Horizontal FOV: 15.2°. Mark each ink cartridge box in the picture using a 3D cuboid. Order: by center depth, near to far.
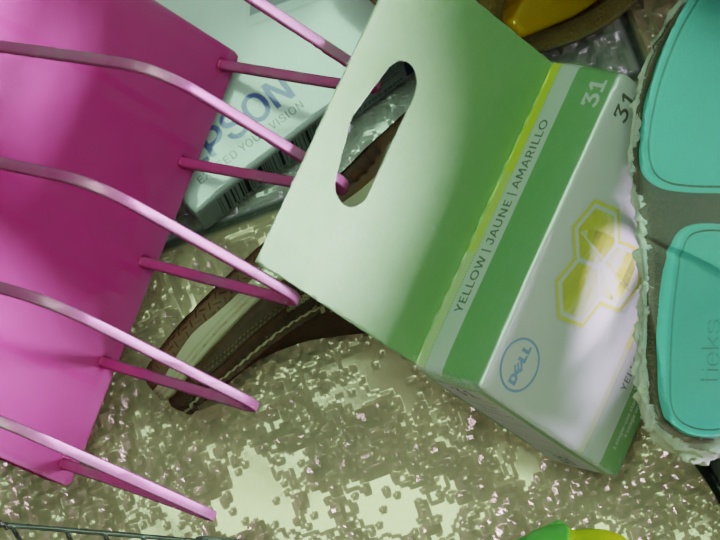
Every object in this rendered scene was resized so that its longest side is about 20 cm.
[{"bbox_3d":[0.063,-0.021,1.102,0.048,0.200,0.146,16,76,45],"label":"ink cartridge box"},{"bbox_3d":[-0.052,-0.155,1.214,0.199,0.041,0.200,-37,77,-4],"label":"ink cartridge box"}]

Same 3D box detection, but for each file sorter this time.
[{"bbox_3d":[-0.096,-0.017,1.074,0.125,0.139,0.201,13,78,44],"label":"file sorter"}]

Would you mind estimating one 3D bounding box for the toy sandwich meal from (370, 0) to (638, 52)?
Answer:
[{"bbox_3d":[0.073,-0.188,1.142,0.204,0.070,0.207,-1,94,-17],"label":"toy sandwich meal"}]

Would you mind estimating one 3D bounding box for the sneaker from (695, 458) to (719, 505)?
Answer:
[{"bbox_3d":[0.213,0.105,1.121,0.099,0.071,0.200,-42,71,-4],"label":"sneaker"}]

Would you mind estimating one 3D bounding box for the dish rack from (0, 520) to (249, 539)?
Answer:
[{"bbox_3d":[-0.117,0.177,1.138,0.199,0.055,0.154,4,79,4],"label":"dish rack"}]

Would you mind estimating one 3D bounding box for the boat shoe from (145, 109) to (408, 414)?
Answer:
[{"bbox_3d":[0.000,0.000,1.160,0.202,0.075,0.075,-42,92,0],"label":"boat shoe"}]

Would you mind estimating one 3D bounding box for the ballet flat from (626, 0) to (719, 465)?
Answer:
[{"bbox_3d":[0.139,-0.020,1.098,0.071,0.072,0.201,7,81,6],"label":"ballet flat"}]

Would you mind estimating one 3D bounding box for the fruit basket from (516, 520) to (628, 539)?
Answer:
[{"bbox_3d":[0.124,0.196,1.062,0.214,0.155,0.217,-1,96,-9],"label":"fruit basket"}]
